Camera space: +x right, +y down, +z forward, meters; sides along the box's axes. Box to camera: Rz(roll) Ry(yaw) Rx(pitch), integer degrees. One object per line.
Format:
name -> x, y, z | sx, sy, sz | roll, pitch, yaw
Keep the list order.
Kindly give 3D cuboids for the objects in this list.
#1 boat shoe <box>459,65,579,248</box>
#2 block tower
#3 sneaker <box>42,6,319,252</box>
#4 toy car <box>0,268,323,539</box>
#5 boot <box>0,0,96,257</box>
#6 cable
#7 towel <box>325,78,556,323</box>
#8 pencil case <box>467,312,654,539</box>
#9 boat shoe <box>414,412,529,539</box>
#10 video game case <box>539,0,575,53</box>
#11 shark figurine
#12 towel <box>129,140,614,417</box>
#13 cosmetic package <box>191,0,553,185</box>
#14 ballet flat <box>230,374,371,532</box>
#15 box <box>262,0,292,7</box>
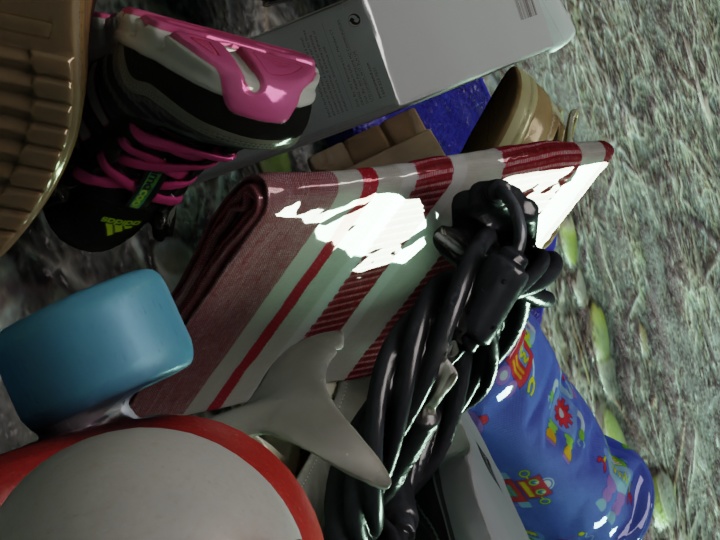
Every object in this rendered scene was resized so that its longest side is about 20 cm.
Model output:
boat shoe -> 0.078, -0.047, 1.103 | 0.073, 0.063, 0.200 | -59, 178, -2
block tower -> 0.021, -0.003, 1.053 | 0.200, 0.058, 0.054 | 78, -14, -66
sneaker -> -0.079, -0.047, 0.844 | 0.074, 0.200, 0.088 | 13, 89, -31
toy car -> -0.083, 0.102, 0.660 | 0.200, 0.176, 0.185 | 146, -79, -77
boot -> -0.132, -0.097, 0.848 | 0.166, 0.072, 0.201 | -115, -135, -73
cable -> 0.032, 0.055, 0.917 | 0.200, 0.051, 0.164 | 88, 25, -76
towel -> 0.050, -0.055, 1.249 | 0.200, 0.049, 0.148 | 55, 31, -37
pencil case -> 0.087, 0.080, 1.217 | 0.200, 0.078, 0.087 | 50, 41, -44
boat shoe -> 0.037, 0.110, 1.040 | 0.069, 0.056, 0.200 | 58, 5, -16
video game case -> 0.017, -0.214, 1.170 | 0.182, 0.023, 0.200 | 39, -15, 54
shark figurine -> -0.091, 0.105, 0.812 | 0.128, 0.215, 0.089 | 24, 8, -25
towel -> 0.000, 0.000, 0.939 | 0.199, 0.144, 0.023 | -10, 58, -43
cosmetic package -> -0.018, -0.084, 1.002 | 0.200, 0.150, 0.052 | -28, 101, -64
ballet flat -> -0.033, 0.078, 0.987 | 0.064, 0.067, 0.200 | 53, 30, -19
box -> -0.032, -0.243, 0.920 | 0.199, 0.049, 0.200 | -72, 145, -50
